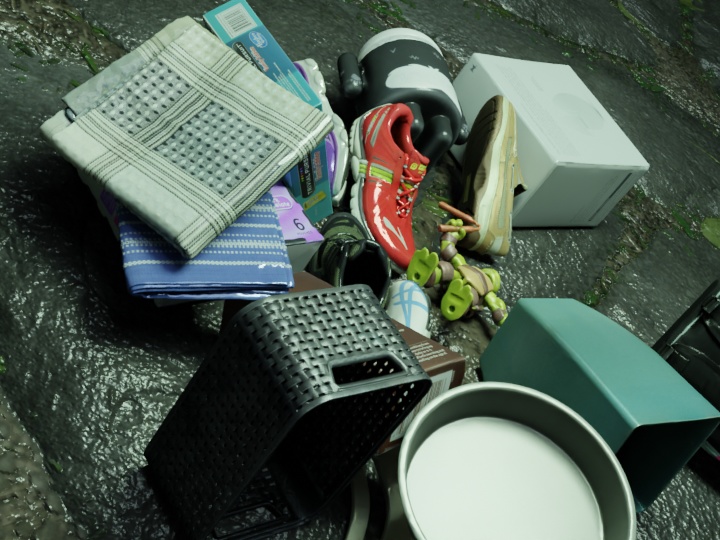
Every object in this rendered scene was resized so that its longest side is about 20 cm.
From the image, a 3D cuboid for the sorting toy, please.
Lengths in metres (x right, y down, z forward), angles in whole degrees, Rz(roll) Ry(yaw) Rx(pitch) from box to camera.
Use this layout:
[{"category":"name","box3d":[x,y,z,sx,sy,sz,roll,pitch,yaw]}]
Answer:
[{"category":"sorting toy","box3d":[0.073,0.203,0.970,0.179,0.107,0.201,13,50,-12]}]

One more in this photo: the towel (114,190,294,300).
[{"category":"towel","box3d":[-0.144,-0.055,1.009,0.144,0.024,0.201,1,51,-21]}]

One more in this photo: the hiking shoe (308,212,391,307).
[{"category":"hiking shoe","box3d":[0.000,0.000,1.127,0.075,0.101,0.201,22,37,-21]}]

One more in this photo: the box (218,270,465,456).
[{"category":"box","box3d":[-0.021,0.074,0.984,0.200,0.075,0.100,29,27,36]}]

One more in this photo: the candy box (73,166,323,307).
[{"category":"candy box","box3d":[-0.159,-0.072,1.097,0.167,0.072,0.200,-10,56,-45]}]

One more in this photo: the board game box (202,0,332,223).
[{"category":"board game box","box3d":[-0.090,-0.151,1.151,0.047,0.200,0.151,-29,65,-13]}]

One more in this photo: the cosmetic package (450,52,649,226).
[{"category":"cosmetic package","box3d":[0.231,-0.167,1.500,0.199,0.123,0.200,-1,50,-43]}]

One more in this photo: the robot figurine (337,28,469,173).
[{"category":"robot figurine","box3d":[0.054,-0.206,1.396,0.151,0.124,0.201,62,12,-45]}]

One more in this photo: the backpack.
[{"category":"backpack","box3d":[0.428,0.127,1.285,0.200,0.178,0.151,42,5,7]}]

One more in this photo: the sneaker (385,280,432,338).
[{"category":"sneaker","box3d":[0.036,0.074,1.108,0.072,0.072,0.200,0,34,-2]}]

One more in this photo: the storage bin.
[{"category":"storage bin","box3d":[-0.058,0.112,0.861,0.135,0.200,0.094,-7,54,-45]}]

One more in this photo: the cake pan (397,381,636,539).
[{"category":"cake pan","box3d":[0.120,0.183,0.909,0.199,0.037,0.201,10,51,-12]}]

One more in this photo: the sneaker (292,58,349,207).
[{"category":"sneaker","box3d":[-0.067,-0.149,1.286,0.083,0.081,0.201,-12,55,-16]}]

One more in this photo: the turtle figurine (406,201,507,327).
[{"category":"turtle figurine","box3d":[0.110,0.008,1.242,0.200,0.064,0.161,58,25,17]}]

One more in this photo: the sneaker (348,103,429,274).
[{"category":"sneaker","box3d":[0.037,-0.096,1.253,0.077,0.085,0.201,21,54,-50]}]

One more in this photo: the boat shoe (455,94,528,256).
[{"category":"boat shoe","box3d":[0.165,-0.110,1.377,0.076,0.072,0.201,18,74,-18]}]

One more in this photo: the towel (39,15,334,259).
[{"category":"towel","box3d":[-0.153,-0.127,1.000,0.200,0.035,0.193,36,64,19]}]

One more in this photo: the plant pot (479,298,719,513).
[{"category":"plant pot","box3d":[0.222,0.126,1.148,0.141,0.142,0.200,2,40,-39]}]
